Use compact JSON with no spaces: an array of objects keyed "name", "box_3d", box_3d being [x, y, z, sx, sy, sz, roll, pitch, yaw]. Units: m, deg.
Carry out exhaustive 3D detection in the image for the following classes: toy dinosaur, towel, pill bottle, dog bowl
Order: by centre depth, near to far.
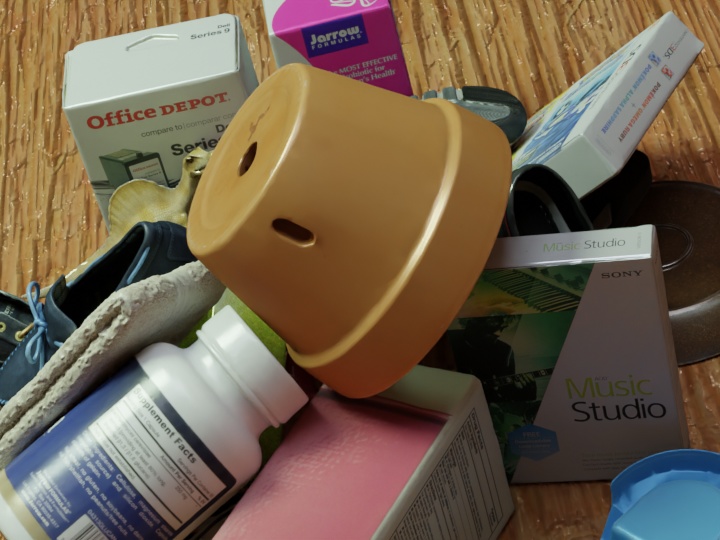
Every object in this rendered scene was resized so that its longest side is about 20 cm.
[{"name":"dog bowl","box_3d":[0.178,0.197,1.281,0.200,0.050,0.111,-38,43,-26]},{"name":"pill bottle","box_3d":[-0.134,0.117,1.297,0.200,0.111,0.111,-40,42,-4]},{"name":"towel","box_3d":[-0.179,0.071,1.346,0.200,0.035,0.132,-45,-9,25]},{"name":"toy dinosaur","box_3d":[-0.165,-0.021,1.592,0.200,0.101,0.058,-39,16,17]}]

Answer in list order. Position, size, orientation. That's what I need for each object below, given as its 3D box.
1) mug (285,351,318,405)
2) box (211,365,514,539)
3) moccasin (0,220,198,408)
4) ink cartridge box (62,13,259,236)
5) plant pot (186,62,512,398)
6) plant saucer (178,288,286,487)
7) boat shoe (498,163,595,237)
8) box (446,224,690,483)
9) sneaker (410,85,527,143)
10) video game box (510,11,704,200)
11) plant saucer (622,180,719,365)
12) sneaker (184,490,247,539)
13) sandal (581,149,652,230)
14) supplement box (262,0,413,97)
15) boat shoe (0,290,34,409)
[{"name":"mug","box_3d":[0.005,-0.006,1.495,0.199,0.179,0.133,-18,10,37]},{"name":"box","box_3d":[0.002,0.170,1.311,0.108,0.128,0.200,9,44,30]},{"name":"moccasin","box_3d":[-0.197,0.025,1.428,0.200,0.068,0.081,-44,49,18]},{"name":"ink cartridge box","box_3d":[-0.142,-0.089,1.616,0.145,0.201,0.084,-12,39,5]},{"name":"plant pot","box_3d":[-0.018,-0.038,1.287,0.200,0.139,0.201,-48,25,31]},{"name":"plant saucer","box_3d":[-0.144,0.064,1.447,0.199,0.048,0.202,-15,61,34]},{"name":"boat shoe","box_3d":[0.148,0.021,1.410,0.073,0.063,0.202,-24,82,-26]},{"name":"box","box_3d":[0.136,0.060,1.339,0.143,0.201,0.036,-4,39,15]},{"name":"sneaker","box_3d":[0.043,-0.071,1.596,0.198,0.116,0.075,-11,34,13]},{"name":"video game box","box_3d":[0.153,-0.092,1.540,0.200,0.047,0.182,-37,8,45]},{"name":"plant saucer","box_3d":[0.225,-0.007,1.524,0.199,0.035,0.201,-10,40,8]},{"name":"sneaker","box_3d":[-0.123,0.194,1.366,0.199,0.079,0.079,-35,48,-19]},{"name":"sandal","box_3d":[0.163,-0.033,1.516,0.076,0.043,0.201,3,42,23]},{"name":"supplement box","box_3d":[-0.009,-0.148,1.641,0.100,0.201,0.104,-14,38,3]},{"name":"boat shoe","box_3d":[-0.248,0.054,1.569,0.199,0.091,0.071,-10,39,8]}]
